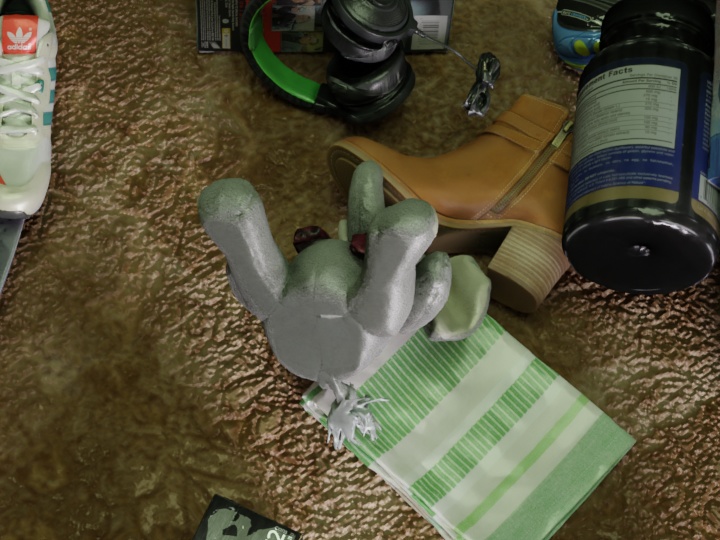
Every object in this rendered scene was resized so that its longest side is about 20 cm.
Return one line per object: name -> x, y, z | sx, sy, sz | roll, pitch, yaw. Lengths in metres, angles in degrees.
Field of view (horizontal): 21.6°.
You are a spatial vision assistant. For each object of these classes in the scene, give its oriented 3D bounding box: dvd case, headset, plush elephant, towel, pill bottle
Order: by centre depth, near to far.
plush elephant -> 0.000, 0.000, 1.312 | 0.163, 0.202, 0.155 | 1, 31, 19
towel -> 0.075, 0.108, 1.355 | 0.200, 0.023, 0.153 | 41, 70, 14
pill bottle -> 0.208, -0.095, 1.363 | 0.111, 0.112, 0.202 | 9, 61, 1
headset -> 0.004, -0.156, 1.399 | 0.198, 0.124, 0.094 | 8, 48, 10
dvd case -> -0.026, -0.216, 1.424 | 0.198, 0.147, 0.022 | 0, 57, -2

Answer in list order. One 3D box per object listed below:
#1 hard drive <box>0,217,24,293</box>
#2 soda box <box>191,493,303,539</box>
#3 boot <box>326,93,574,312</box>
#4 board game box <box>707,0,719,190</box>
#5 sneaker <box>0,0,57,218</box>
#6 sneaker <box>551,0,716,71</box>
hard drive -> -0.331, 0.034, 1.353 | 0.134, 0.042, 0.202 | 18, 66, 5
soda box -> -0.110, 0.257, 1.258 | 0.070, 0.063, 0.201 | 23, 67, 7
boot -> 0.088, -0.080, 1.405 | 0.199, 0.077, 0.156 | 29, 64, 6
board game box -> 0.332, -0.114, 1.387 | 0.199, 0.043, 0.201 | 29, 55, -36
sneaker -> -0.258, -0.136, 1.386 | 0.070, 0.094, 0.201 | 4, 55, -10
sneaker -> 0.247, -0.205, 1.475 | 0.197, 0.071, 0.084 | -4, 73, -2
